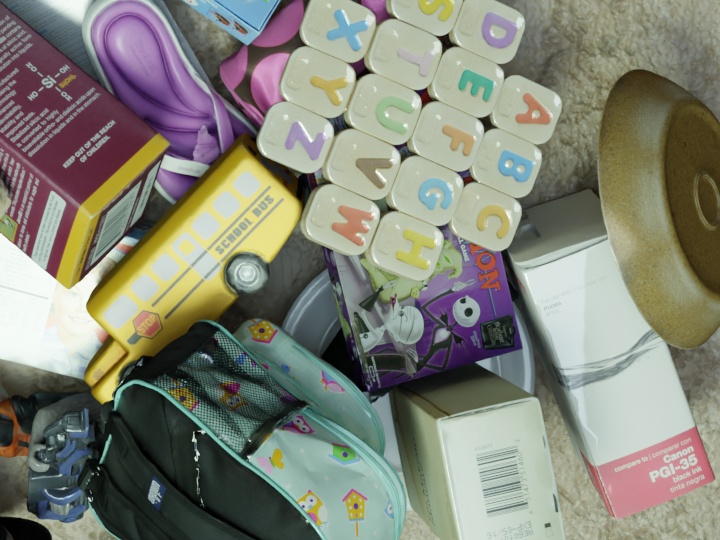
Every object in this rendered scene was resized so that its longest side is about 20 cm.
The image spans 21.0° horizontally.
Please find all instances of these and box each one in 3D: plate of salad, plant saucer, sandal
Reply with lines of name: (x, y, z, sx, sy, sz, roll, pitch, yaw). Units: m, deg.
plate of salad: (0.031, 0.079, 1.449, 0.199, 0.048, 0.201, -1, 93, -9)
plant saucer: (0.229, -0.047, 1.356, 0.035, 0.200, 0.201, -12, 108, 33)
sandal: (-0.127, -0.102, 1.350, 0.082, 0.050, 0.203, -38, 115, -1)

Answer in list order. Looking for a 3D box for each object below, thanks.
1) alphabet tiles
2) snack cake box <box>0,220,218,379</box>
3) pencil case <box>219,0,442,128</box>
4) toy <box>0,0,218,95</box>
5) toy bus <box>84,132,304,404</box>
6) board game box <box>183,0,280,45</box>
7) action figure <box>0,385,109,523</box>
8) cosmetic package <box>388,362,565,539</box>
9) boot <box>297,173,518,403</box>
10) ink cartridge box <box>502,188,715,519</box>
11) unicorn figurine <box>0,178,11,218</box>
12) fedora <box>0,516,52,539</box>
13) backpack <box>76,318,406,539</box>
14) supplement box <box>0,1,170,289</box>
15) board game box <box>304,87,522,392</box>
alphabet tiles: (0.036, -0.100, 1.312, 0.195, 0.015, 0.201, 23, 85, -18)
snack cake box: (-0.201, 0.014, 1.408, 0.199, 0.067, 0.115, 15, 102, -7)
pencil case: (0.002, -0.168, 1.365, 0.200, 0.091, 0.094, -40, 72, 8)
toy: (-0.182, -0.154, 1.375, 0.115, 0.047, 0.200, -28, 110, 4)
toy bus: (-0.121, 0.005, 1.340, 0.078, 0.065, 0.200, 43, 101, -11)
board game box: (-0.118, -0.272, 1.321, 0.200, 0.037, 0.152, 34, 70, -10)
action figure: (-0.235, 0.105, 1.400, 0.193, 0.200, 0.105, 12, 62, -14)
cosmetic package: (0.076, 0.129, 1.334, 0.073, 0.200, 0.104, -12, 94, -8)
boot: (0.000, 0.000, 1.381, 0.198, 0.073, 0.163, -36, 94, -7)
ink cartridge box: (0.173, 0.056, 1.400, 0.083, 0.147, 0.201, -21, 105, 1)
unicorn figurine: (-0.294, -0.031, 1.311, 0.137, 0.074, 0.200, 21, 141, 17)
fedora: (-0.317, 0.189, 1.378, 0.200, 0.201, 0.092, -17, 104, 1)
backpack: (-0.066, 0.146, 1.292, 0.200, 0.153, 0.176, 42, 136, 17)
supplement box: (-0.238, -0.098, 1.317, 0.200, 0.110, 0.086, 40, 58, 5)
board game box: (0.032, -0.028, 1.338, 0.120, 0.032, 0.201, -15, 93, -20)
